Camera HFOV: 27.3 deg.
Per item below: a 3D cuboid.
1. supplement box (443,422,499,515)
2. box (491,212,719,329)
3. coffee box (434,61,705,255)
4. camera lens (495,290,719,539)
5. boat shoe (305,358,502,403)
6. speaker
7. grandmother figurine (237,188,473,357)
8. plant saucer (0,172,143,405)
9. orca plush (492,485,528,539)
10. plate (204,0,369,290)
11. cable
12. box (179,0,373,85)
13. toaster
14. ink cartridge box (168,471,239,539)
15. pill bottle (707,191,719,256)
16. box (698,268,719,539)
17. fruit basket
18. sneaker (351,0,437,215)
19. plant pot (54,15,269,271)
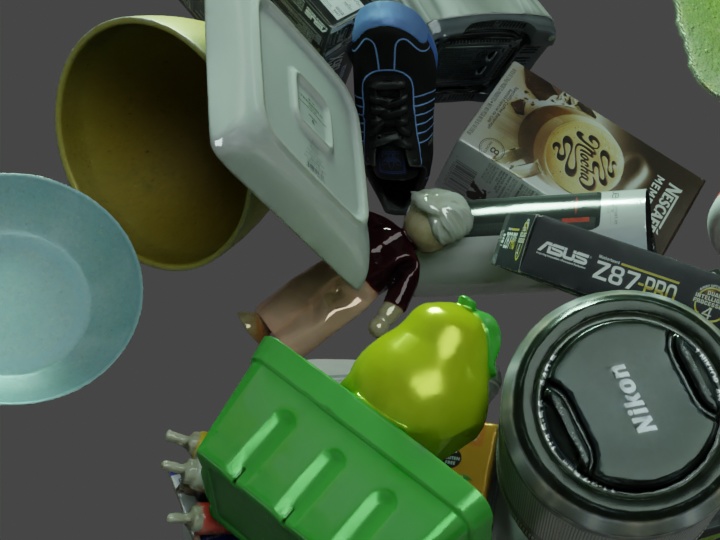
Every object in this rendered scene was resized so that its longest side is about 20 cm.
[{"bbox_3d":[0.055,0.206,1.058,0.066,0.069,0.201,6,62,13],"label":"supplement box"},{"bbox_3d":[0.202,0.010,1.069,0.199,0.161,0.049,18,90,-1],"label":"box"},{"bbox_3d":[0.183,-0.076,1.297,0.200,0.080,0.113,33,58,4],"label":"coffee box"},{"bbox_3d":[0.171,0.114,0.992,0.159,0.200,0.161,-1,68,3],"label":"camera lens"},{"bbox_3d":[0.022,0.106,1.149,0.199,0.072,0.069,2,61,-27],"label":"boat shoe"},{"bbox_3d":[0.140,-0.021,1.209,0.199,0.081,0.081,-3,58,15],"label":"speaker"},{"bbox_3d":[0.000,0.000,1.171,0.200,0.061,0.121,-34,71,2],"label":"grandmother figurine"},{"bbox_3d":[-0.270,0.019,1.146,0.200,0.039,0.202,7,61,-12],"label":"plant saucer"},{"bbox_3d":[0.102,0.214,1.122,0.200,0.071,0.105,-39,60,-8],"label":"orca plush"},{"bbox_3d":[-0.047,-0.113,1.102,0.032,0.200,0.200,-23,49,21],"label":"plate"},{"bbox_3d":[-0.049,0.168,1.077,0.199,0.050,0.097,5,58,-15],"label":"cable"},{"bbox_3d":[-0.084,-0.237,1.269,0.050,0.158,0.200,-33,74,-28],"label":"box"},{"bbox_3d":[0.067,-0.225,1.320,0.200,0.114,0.129,-9,59,-35],"label":"toaster"},{"bbox_3d":[-0.066,0.229,1.086,0.094,0.037,0.200,-15,69,-23],"label":"ink cartridge box"},{"bbox_3d":[0.402,-0.087,1.344,0.112,0.113,0.200,34,59,5],"label":"pill bottle"},{"bbox_3d":[0.244,0.124,1.177,0.148,0.124,0.200,-13,67,-20],"label":"box"},{"bbox_3d":[0.017,0.117,0.992,0.215,0.156,0.216,-1,53,1],"label":"fruit basket"},{"bbox_3d":[0.030,-0.128,1.218,0.070,0.200,0.078,-1,54,10],"label":"sneaker"},{"bbox_3d":[-0.124,-0.117,1.190,0.200,0.200,0.142,45,38,12],"label":"plant pot"}]
